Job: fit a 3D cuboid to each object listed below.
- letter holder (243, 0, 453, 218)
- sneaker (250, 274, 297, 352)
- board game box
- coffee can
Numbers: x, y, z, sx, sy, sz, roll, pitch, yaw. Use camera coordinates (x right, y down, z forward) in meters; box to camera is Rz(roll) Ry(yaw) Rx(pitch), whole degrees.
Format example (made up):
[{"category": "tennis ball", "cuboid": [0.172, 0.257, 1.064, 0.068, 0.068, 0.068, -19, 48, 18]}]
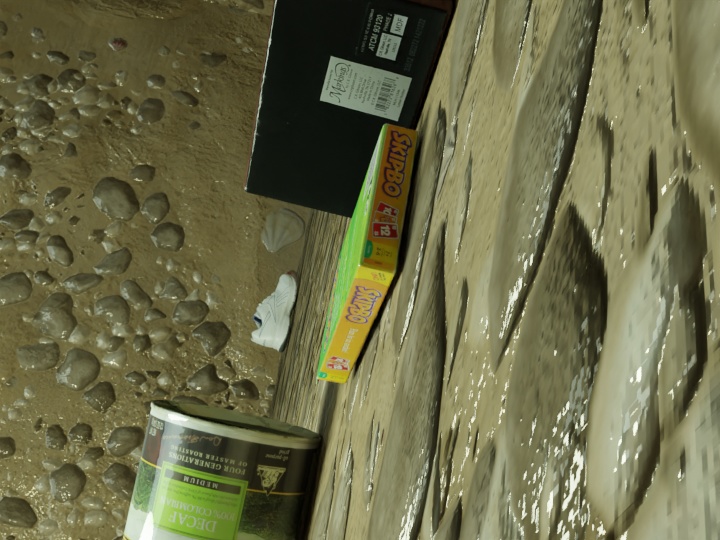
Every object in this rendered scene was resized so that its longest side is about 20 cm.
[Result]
[{"category": "letter holder", "cuboid": [-0.005, -0.154, 0.737, 0.200, 0.100, 0.143, 108, 174, -54]}, {"category": "sneaker", "cuboid": [-0.187, 0.084, 2.461, 0.075, 0.086, 0.201, 104, 176, -48]}, {"category": "board game box", "cuboid": [0.000, 0.000, 0.724, 0.200, 0.030, 0.096, 116, 166, -62]}, {"category": "coffee can", "cuboid": [-0.123, 0.220, 0.927, 0.146, 0.145, 0.201, 151, 131, -84]}]
